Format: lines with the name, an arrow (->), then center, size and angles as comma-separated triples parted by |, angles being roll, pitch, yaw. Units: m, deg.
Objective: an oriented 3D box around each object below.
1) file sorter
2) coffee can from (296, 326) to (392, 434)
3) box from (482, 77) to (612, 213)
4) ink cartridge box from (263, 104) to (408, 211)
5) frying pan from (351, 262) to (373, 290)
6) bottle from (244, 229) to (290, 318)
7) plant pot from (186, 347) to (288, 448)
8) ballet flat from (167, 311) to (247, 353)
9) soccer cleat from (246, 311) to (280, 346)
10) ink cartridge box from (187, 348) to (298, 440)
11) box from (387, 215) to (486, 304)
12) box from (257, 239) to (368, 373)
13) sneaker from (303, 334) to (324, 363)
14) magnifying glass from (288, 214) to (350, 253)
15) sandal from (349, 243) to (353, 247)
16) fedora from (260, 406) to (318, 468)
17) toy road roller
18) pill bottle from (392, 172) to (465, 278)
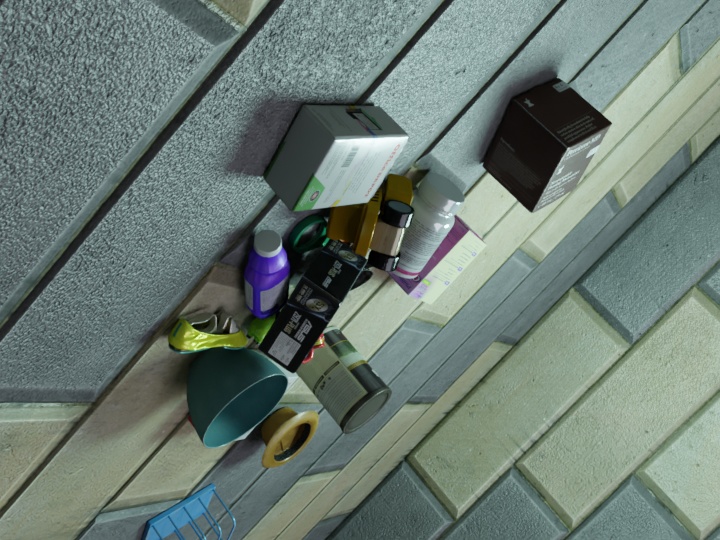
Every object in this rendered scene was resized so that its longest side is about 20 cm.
file sorter -> -0.431, 0.662, 2.210 | 0.199, 0.123, 0.140 | -25, 153, -40
coffee can -> -0.044, 0.251, 2.022 | 0.146, 0.200, 0.147 | -36, 158, -17
box -> 0.397, -0.268, 1.888 | 0.165, 0.164, 0.201 | -28, 154, -33
ink cartridge box -> -0.036, -0.180, 1.395 | 0.199, 0.084, 0.146 | -13, 144, -52
frying pan -> -0.015, 0.004, 1.793 | 0.114, 0.031, 0.190 | -14, 160, -28
bottle -> -0.163, 0.005, 1.539 | 0.083, 0.065, 0.201 | -39, 159, -26
plant pot -> -0.256, 0.220, 1.680 | 0.199, 0.135, 0.201 | -37, 158, -17
ballet flat -> -0.262, 0.107, 1.569 | 0.199, 0.066, 0.068 | 1, 111, -59
soccer cleat -> -0.167, 0.131, 1.776 | 0.081, 0.067, 0.200 | -54, 159, -8
ink cartridge box -> -0.247, 0.266, 1.852 | 0.200, 0.086, 0.147 | -48, 158, 15
box -> 0.173, -0.035, 2.021 | 0.200, 0.097, 0.176 | -48, 159, 9
box -> -0.087, 0.063, 1.627 | 0.201, 0.086, 0.164 | -56, -179, 33
sneaker -> -0.096, 0.119, 1.828 | 0.076, 0.085, 0.201 | -12, 145, -32
magnifying glass -> -0.071, -0.062, 1.647 | 0.080, 0.022, 0.199 | -49, 156, 13
sandal -> -0.002, -0.034, 1.735 | 0.200, 0.043, 0.076 | -43, 179, -17
fedora -> -0.193, 0.407, 2.212 | 0.200, 0.082, 0.202 | -35, 152, -22
toy road roller -> 0.017, -0.101, 1.613 | 0.201, 0.144, 0.124 | -80, -173, -64
pill bottle -> 0.122, -0.092, 1.796 | 0.113, 0.114, 0.201 | -11, 142, -53
